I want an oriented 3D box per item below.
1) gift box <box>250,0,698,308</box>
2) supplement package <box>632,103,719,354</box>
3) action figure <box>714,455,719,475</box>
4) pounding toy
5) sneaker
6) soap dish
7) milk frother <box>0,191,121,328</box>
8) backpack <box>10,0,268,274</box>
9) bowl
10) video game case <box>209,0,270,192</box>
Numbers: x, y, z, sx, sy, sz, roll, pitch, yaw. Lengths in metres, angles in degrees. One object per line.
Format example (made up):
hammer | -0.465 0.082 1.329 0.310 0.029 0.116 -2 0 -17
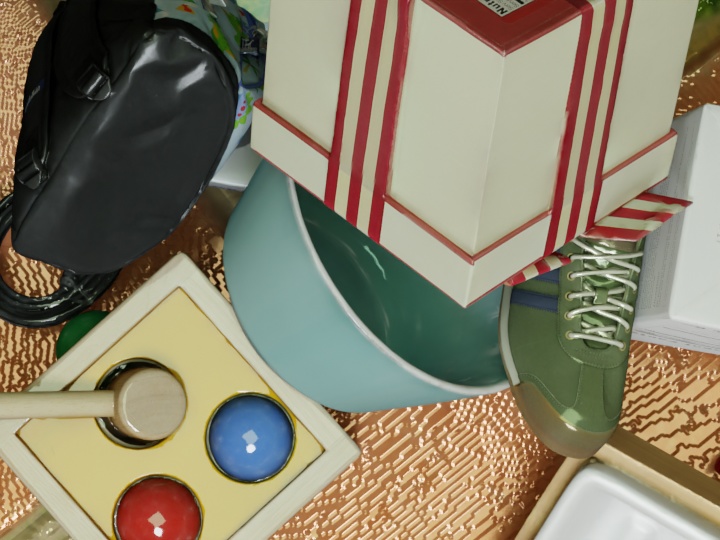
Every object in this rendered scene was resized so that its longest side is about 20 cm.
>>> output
gift box | 0.074 -0.107 1.309 0.200 0.187 0.184 -26 52 -32
supplement package | 0.216 -0.016 1.451 0.119 0.200 0.122 11 86 -7
action figure | 0.312 0.151 1.500 0.200 0.099 0.065 32 87 -1
pounding toy | -0.133 0.093 1.470 0.184 0.142 0.200 -42 88 -4
sneaker | 0.123 -0.002 1.410 0.067 0.090 0.201 13 50 -18
soap dish | 0.182 0.191 1.474 0.200 0.081 0.158 29 119 0
milk frother | -0.245 -0.051 1.453 0.199 0.188 0.181 -8 88 1
backpack | -0.124 -0.106 1.437 0.153 0.200 0.163 21 116 -31
bowl | 0.000 0.000 1.442 0.105 0.201 0.201 -34 86 36
video game case | -0.064 -0.148 1.549 0.182 0.022 0.201 10 86 0
